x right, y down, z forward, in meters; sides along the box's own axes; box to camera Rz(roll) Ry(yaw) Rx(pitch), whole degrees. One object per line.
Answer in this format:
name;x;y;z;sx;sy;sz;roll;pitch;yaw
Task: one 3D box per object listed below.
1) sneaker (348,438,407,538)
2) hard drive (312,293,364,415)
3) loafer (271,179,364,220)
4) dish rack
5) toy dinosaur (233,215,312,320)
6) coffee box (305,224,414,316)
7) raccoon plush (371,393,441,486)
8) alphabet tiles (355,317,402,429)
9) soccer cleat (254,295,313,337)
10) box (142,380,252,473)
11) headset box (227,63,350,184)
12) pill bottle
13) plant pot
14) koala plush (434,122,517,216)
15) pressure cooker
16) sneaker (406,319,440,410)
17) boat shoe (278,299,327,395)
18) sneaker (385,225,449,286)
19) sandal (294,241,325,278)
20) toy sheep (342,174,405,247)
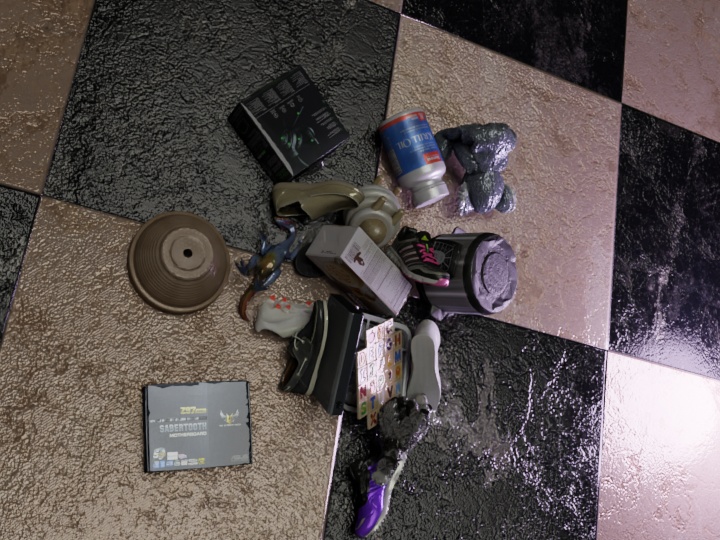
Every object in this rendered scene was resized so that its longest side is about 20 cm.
sneaker;0.013;0.427;1.665;0.099;0.070;0.201;32;59;-12
hard drive;-0.047;0.159;1.616;0.033;0.139;0.202;9;101;-22
loafer;-0.088;-0.137;1.698;0.198;0.076;0.069;0;67;18
dish rack;0.022;0.198;1.722;0.171;0.043;0.202;18;70;-33
toy dinosaur;-0.188;-0.031;1.691;0.105;0.201;0.182;36;30;2
coffee box;0.000;0.000;1.692;0.200;0.114;0.080;46;65;-35
raccoon plush;0.083;0.336;1.675;0.096;0.134;0.201;29;81;30
alphabet tiles;0.039;0.202;1.649;0.166;0.006;0.202;-19;111;-54
soccer cleat;-0.122;0.103;1.686;0.199;0.078;0.069;15;28;-35
box;-0.304;0.289;1.559;0.198;0.051;0.159;2;76;-24
headset box;-0.144;-0.294;1.748;0.174;0.093;0.201;-40;96;-27
pill bottle;0.123;-0.246;1.848;0.112;0.112;0.202;-21;87;-27
plant pot;-0.338;-0.022;1.595;0.199;0.093;0.203;6;76;-24
koala plush;0.273;-0.223;1.890;0.176;0.183;0.202;-1;90;-24
pressure cooker;0.211;0.009;1.783;0.175;0.199;0.180;-29;110;-38
sneaker;0.140;0.206;1.769;0.073;0.116;0.202;6;110;10
boat shoe;-0.107;0.150;1.632;0.067;0.072;0.202;12;107;-15
sneaker;0.122;-0.033;1.699;0.073;0.200;0.088;13;106;-31
sandal;-0.045;-0.034;1.755;0.199;0.048;0.076;-11;83;-27
toy sheep;0.027;-0.120;1.758;0.137;0.138;0.201;29;29;-16
